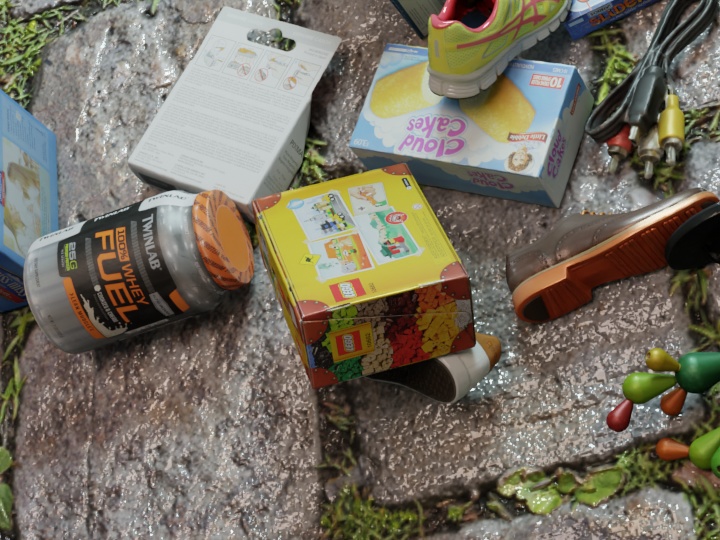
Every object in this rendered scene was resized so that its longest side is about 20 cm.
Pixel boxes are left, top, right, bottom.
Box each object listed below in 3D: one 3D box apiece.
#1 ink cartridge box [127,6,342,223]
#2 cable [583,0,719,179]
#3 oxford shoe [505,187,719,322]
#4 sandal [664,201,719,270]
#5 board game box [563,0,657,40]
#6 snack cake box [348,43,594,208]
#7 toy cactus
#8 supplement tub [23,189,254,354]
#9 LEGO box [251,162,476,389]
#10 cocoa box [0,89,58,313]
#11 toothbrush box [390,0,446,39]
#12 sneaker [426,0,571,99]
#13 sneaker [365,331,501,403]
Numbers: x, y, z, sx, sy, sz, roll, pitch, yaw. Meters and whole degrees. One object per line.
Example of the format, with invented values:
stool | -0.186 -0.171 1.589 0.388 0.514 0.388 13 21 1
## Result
ink cartridge box | -0.119 -0.157 1.736 0.162 0.057 0.200 20 69 31
cable | 0.269 -0.172 1.569 0.097 0.050 0.200 -3 53 43
oxford shoe | 0.214 -0.031 1.501 0.200 0.071 0.073 -26 54 13
sandal | 0.350 -0.039 1.434 0.200 0.075 0.048 -21 55 15
board game box | 0.230 -0.331 1.650 0.135 0.034 0.200 -25 59 13
snack cake box | 0.103 -0.136 1.603 0.200 0.067 0.115 11 71 29
toy cactus | 0.310 0.090 1.394 0.200 0.102 0.165 8 61 37
supplement tub | -0.211 -0.003 1.659 0.200 0.123 0.123 -19 60 17
LEGO box | 0.000 0.000 1.514 0.149 0.077 0.200 -14 36 -8
cocoa box | -0.397 -0.068 1.770 0.131 0.133 0.200 -16 61 18
toothbrush box | 0.021 -0.348 1.693 0.085 0.146 0.200 -35 58 7
sneaker | 0.127 -0.245 1.564 0.078 0.090 0.200 17 52 33
sneaker | 0.044 0.059 1.555 0.085 0.073 0.200 -31 39 -33
